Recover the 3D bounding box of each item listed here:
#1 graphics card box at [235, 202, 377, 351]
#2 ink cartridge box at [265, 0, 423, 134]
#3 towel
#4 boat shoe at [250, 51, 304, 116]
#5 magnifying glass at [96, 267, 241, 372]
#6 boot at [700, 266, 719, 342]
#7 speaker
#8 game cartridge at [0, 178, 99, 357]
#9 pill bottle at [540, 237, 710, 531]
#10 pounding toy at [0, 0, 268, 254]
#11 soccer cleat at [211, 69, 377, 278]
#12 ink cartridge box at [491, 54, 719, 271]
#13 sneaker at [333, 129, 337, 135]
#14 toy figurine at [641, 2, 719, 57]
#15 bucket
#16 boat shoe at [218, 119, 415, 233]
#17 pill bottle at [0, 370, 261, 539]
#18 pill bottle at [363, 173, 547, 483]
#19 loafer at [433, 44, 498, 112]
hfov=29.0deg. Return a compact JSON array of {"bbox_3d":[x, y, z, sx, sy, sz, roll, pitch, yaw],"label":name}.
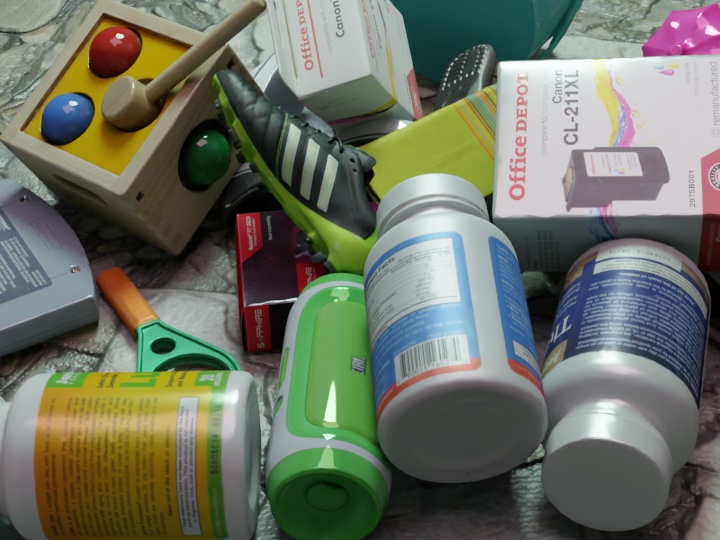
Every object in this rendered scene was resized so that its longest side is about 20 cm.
[{"bbox_3d":[0.000,0.000,1.113,0.198,0.051,0.126,-4,37,-4],"label":"graphics card box"},{"bbox_3d":[-0.012,-0.186,1.154,0.067,0.200,0.118,-16,75,16],"label":"ink cartridge box"},{"bbox_3d":[0.078,-0.093,1.146,0.199,0.018,0.086,-28,78,-38],"label":"towel"},{"bbox_3d":[-0.110,-0.148,1.281,0.065,0.074,0.200,14,46,24],"label":"boat shoe"},{"bbox_3d":[-0.155,0.058,1.072,0.079,0.023,0.200,-21,44,-23],"label":"magnifying glass"},{"bbox_3d":[0.308,-0.020,1.110,0.153,0.073,0.200,-18,41,-15],"label":"boot"},{"bbox_3d":[-0.017,0.092,0.968,0.087,0.089,0.201,0,38,3],"label":"speaker"},{"bbox_3d":[-0.297,-0.003,1.143,0.132,0.041,0.200,-24,43,-20],"label":"game cartridge"},{"bbox_3d":[0.179,0.077,0.955,0.110,0.112,0.201,8,39,13],"label":"pill bottle"},{"bbox_3d":[-0.172,-0.138,1.160,0.199,0.142,0.185,24,74,33],"label":"pounding toy"},{"bbox_3d":[-0.039,-0.081,1.066,0.081,0.068,0.201,-36,81,-9],"label":"soccer cleat"},{"bbox_3d":[0.200,-0.080,1.050,0.198,0.083,0.147,0,62,10],"label":"ink cartridge box"},{"bbox_3d":[0.001,-0.180,1.289,0.075,0.116,0.200,-18,40,-20],"label":"sneaker"},{"bbox_3d":[0.316,-0.160,1.169,0.182,0.200,0.152,1,68,-13],"label":"toy figurine"},{"bbox_3d":[0.116,-0.284,1.355,0.206,0.209,0.135,17,44,23],"label":"bucket"},{"bbox_3d":[-0.030,-0.072,1.175,0.198,0.070,0.067,-9,48,13],"label":"boat shoe"},{"bbox_3d":[-0.168,0.122,0.913,0.198,0.112,0.112,-1,38,2],"label":"pill bottle"},{"bbox_3d":[0.059,0.032,0.944,0.111,0.113,0.201,-3,47,-1],"label":"pill bottle"},{"bbox_3d":[0.098,-0.114,1.233,0.073,0.071,0.201,-16,41,44],"label":"loafer"}]
